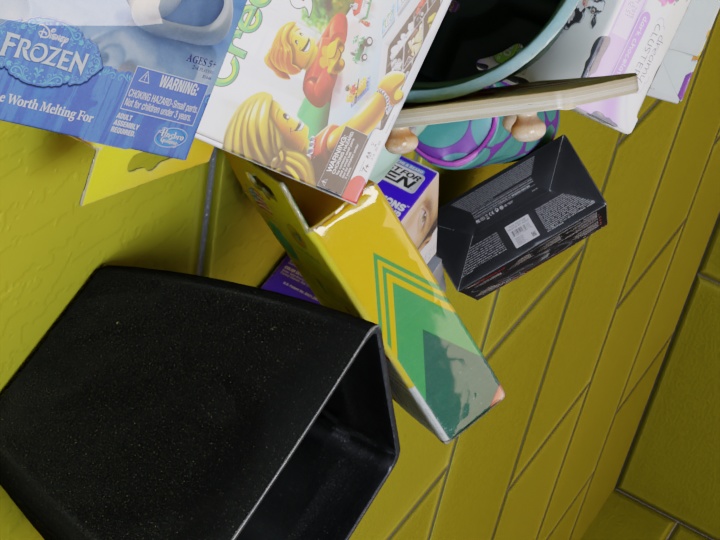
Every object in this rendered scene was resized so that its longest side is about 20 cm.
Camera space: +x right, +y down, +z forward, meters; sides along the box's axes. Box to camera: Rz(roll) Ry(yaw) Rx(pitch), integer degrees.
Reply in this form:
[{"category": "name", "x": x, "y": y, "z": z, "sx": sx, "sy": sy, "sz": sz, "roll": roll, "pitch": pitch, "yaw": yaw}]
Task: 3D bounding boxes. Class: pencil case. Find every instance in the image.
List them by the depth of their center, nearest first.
[{"category": "pencil case", "x": 0.103, "y": -0.133, "z": 1.280, "sx": 0.200, "sy": 0.085, "sz": 0.092, "roll": -12, "pitch": 82, "yaw": -68}]

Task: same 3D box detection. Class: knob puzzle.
[{"category": "knob puzzle", "x": 0.073, "y": -0.088, "z": 0.887, "sx": 0.220, "sy": 0.220, "sz": 0.030, "roll": -22, "pitch": 107, "yaw": -63}]

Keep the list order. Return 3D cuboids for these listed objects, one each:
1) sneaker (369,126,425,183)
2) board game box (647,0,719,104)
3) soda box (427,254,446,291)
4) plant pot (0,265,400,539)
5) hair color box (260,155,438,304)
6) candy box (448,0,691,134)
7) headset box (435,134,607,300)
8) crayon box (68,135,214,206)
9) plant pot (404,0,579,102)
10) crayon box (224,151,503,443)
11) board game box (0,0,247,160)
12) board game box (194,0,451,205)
[{"category": "sneaker", "x": -0.007, "y": -0.097, "z": 1.084, "sx": 0.118, "sy": 0.074, "sz": 0.200, "roll": -44, "pitch": -175, "yaw": 23}, {"category": "board game box", "x": 0.189, "y": -0.221, "z": 1.205, "sx": 0.200, "sy": 0.105, "sz": 0.103, "roll": -118, "pitch": -136, "yaw": -63}, {"category": "soda box", "x": -0.005, "y": 0.068, "z": 1.286, "sx": 0.200, "sy": 0.068, "sz": 0.063, "roll": -57, "pitch": 161, "yaw": -19}, {"category": "plant pot", "x": -0.107, "y": 0.114, "z": 0.904, "sx": 0.200, "sy": 0.177, "sz": 0.200, "roll": -57, "pitch": 160, "yaw": -22}, {"category": "hair color box", "x": -0.014, "y": 0.010, "z": 1.194, "sx": 0.200, "sy": 0.065, "sz": 0.109, "roll": -54, "pitch": 159, "yaw": -30}, {"category": "candy box", "x": 0.135, "y": -0.209, "z": 1.069, "sx": 0.072, "sy": 0.200, "sz": 0.168, "roll": 18, "pitch": 99, "yaw": -44}, {"category": "headset box", "x": 0.144, "y": -0.043, "z": 1.389, "sx": 0.149, "sy": 0.077, "sz": 0.200, "roll": -30, "pitch": 173, "yaw": 7}, {"category": "crayon box", "x": -0.102, "y": -0.141, "z": 0.772, "sx": 0.127, "sy": 0.051, "sz": 0.200, "roll": -27, "pitch": 139, "yaw": -60}, {"category": "plant pot", "x": 0.051, "y": -0.192, "z": 0.921, "sx": 0.200, "sy": 0.200, "sz": 0.196, "roll": -65, "pitch": 169, "yaw": 5}, {"category": "crayon box", "x": 0.000, "y": 0.000, "z": 0.943, "sx": 0.051, "sy": 0.127, "sz": 0.200, "roll": -37, "pitch": 116, "yaw": -9}, {"category": "board game box", "x": -0.118, "y": -0.157, "z": 0.628, "sx": 0.200, "sy": 0.043, "sz": 0.199, "roll": 8, "pitch": 107, "yaw": -51}, {"category": "board game box", "x": -0.014, "y": -0.146, "z": 0.776, "sx": 0.126, "sy": 0.035, "sz": 0.200, "roll": 20, "pitch": 97, "yaw": -39}]
